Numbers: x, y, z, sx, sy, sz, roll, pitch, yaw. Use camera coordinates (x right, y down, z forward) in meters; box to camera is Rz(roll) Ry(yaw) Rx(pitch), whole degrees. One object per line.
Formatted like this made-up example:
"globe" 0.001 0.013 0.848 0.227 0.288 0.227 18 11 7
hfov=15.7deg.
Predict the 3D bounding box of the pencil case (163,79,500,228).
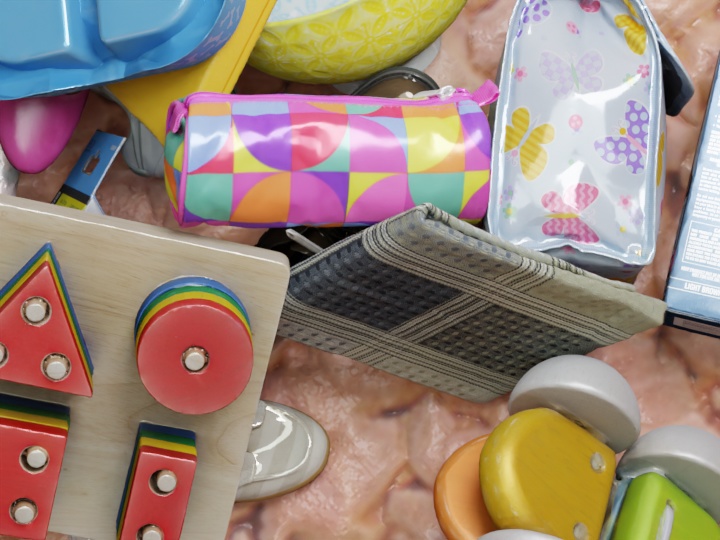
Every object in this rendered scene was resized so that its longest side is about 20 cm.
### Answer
"pencil case" -0.018 -0.069 1.556 0.199 0.088 0.089 -3 83 -12

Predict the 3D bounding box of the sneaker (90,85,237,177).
"sneaker" -0.142 -0.154 1.714 0.099 0.078 0.201 -15 75 18

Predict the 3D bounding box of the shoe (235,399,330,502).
"shoe" -0.120 0.113 1.691 0.199 0.053 0.070 3 84 4

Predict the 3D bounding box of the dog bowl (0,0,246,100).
"dog bowl" -0.157 -0.161 1.559 0.199 0.050 0.112 -10 80 23

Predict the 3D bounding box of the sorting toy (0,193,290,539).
"sorting toy" -0.158 0.073 1.543 0.199 0.070 0.199 12 108 -9

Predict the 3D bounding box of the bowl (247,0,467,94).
"bowl" -0.003 -0.178 1.678 0.200 0.200 0.108 -24 126 1

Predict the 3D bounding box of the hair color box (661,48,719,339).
"hair color box" 0.240 -0.060 1.662 0.060 0.100 0.201 13 84 7

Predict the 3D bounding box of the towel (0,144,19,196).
"towel" -0.292 -0.077 1.694 0.191 0.032 0.201 4 80 34

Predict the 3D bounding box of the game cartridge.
"game cartridge" -0.117 -0.191 1.633 0.200 0.032 0.177 45 114 43

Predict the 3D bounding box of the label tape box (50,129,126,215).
"label tape box" -0.189 0.013 1.657 0.063 0.144 0.200 35 87 -14

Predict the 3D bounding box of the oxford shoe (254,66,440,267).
"oxford shoe" -0.009 -0.038 1.646 0.073 0.084 0.200 29 114 -6

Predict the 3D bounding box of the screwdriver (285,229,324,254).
"screwdriver" 0.000 0.000 1.628 0.028 0.200 0.029 20 79 29

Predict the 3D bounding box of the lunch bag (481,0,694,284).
"lunch bag" 0.140 -0.095 1.638 0.127 0.170 0.201 3 83 2

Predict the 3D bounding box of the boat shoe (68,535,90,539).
"boat shoe" -0.107 0.212 1.663 0.202 0.086 0.075 41 88 7

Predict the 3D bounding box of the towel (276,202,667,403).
"towel" 0.055 0.019 1.597 0.200 0.192 0.035 21 59 -31

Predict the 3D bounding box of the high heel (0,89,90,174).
"high heel" -0.176 -0.160 1.610 0.067 0.096 0.201 14 76 -28

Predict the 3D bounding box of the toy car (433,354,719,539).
"toy car" 0.134 0.167 1.621 0.200 0.150 0.175 32 54 -20
